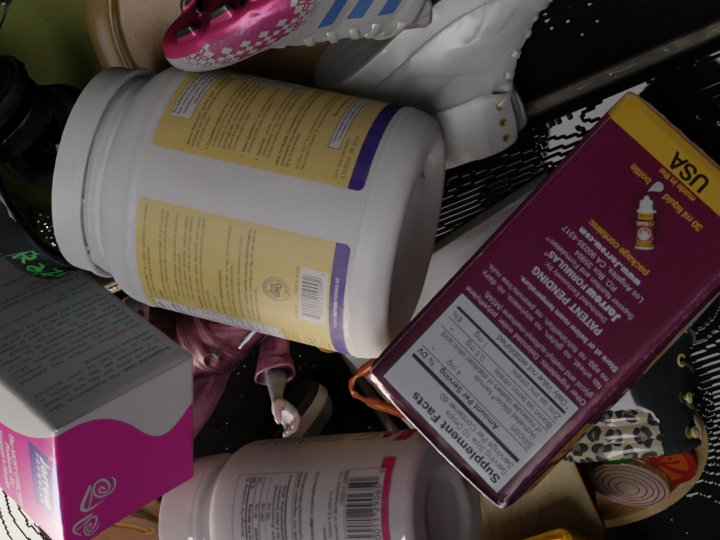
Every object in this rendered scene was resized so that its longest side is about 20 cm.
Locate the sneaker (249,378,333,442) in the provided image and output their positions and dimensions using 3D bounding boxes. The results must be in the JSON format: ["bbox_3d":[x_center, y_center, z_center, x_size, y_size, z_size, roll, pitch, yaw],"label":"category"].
[{"bbox_3d":[-0.043,0.183,0.947,0.120,0.084,0.200,31,122,-6],"label":"sneaker"}]

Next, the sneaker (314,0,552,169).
[{"bbox_3d":[0.082,-0.142,0.744,0.199,0.074,0.116,-35,127,18],"label":"sneaker"}]

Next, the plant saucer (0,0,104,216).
[{"bbox_3d":[-0.194,-0.127,0.836,0.198,0.031,0.201,6,121,10],"label":"plant saucer"}]

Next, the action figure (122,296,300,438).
[{"bbox_3d":[-0.097,0.049,0.844,0.200,0.149,0.134,-37,100,25],"label":"action figure"}]

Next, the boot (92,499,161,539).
[{"bbox_3d":[-0.163,0.266,0.983,0.199,0.156,0.073,31,122,-5],"label":"boot"}]

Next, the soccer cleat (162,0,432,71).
[{"bbox_3d":[-0.011,-0.149,0.669,0.199,0.070,0.087,-29,125,12],"label":"soccer cleat"}]

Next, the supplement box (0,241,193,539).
[{"bbox_3d":[-0.202,0.063,0.768,0.199,0.103,0.102,31,132,33],"label":"supplement box"}]

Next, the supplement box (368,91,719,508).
[{"bbox_3d":[0.117,0.020,0.669,0.103,0.131,0.200,45,97,13],"label":"supplement box"}]

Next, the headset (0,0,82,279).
[{"bbox_3d":[-0.197,-0.097,0.754,0.093,0.123,0.201,-22,74,17],"label":"headset"}]

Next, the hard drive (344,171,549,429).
[{"bbox_3d":[0.089,0.035,0.862,0.199,0.027,0.132,-33,107,28],"label":"hard drive"}]

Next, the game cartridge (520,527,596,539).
[{"bbox_3d":[0.119,0.239,0.906,0.175,0.033,0.200,-24,152,24],"label":"game cartridge"}]

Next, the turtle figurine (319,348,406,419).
[{"bbox_3d":[0.000,0.000,0.826,0.200,0.064,0.162,38,123,36],"label":"turtle figurine"}]

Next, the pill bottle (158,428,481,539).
[{"bbox_3d":[-0.029,0.168,0.823,0.199,0.114,0.114,-8,118,30],"label":"pill bottle"}]

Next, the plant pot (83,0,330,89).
[{"bbox_3d":[-0.077,-0.163,0.763,0.198,0.028,0.202,1,114,1],"label":"plant pot"}]

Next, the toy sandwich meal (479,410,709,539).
[{"bbox_3d":[0.144,0.142,0.863,0.203,0.071,0.206,4,133,5],"label":"toy sandwich meal"}]

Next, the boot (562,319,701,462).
[{"bbox_3d":[0.203,0.030,0.758,0.202,0.073,0.155,-10,88,7],"label":"boot"}]

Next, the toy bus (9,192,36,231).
[{"bbox_3d":[-0.334,-0.027,0.810,0.135,0.192,0.201,22,143,24],"label":"toy bus"}]

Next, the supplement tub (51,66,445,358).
[{"bbox_3d":[-0.061,-0.039,0.714,0.198,0.146,0.146,13,122,12],"label":"supplement tub"}]
